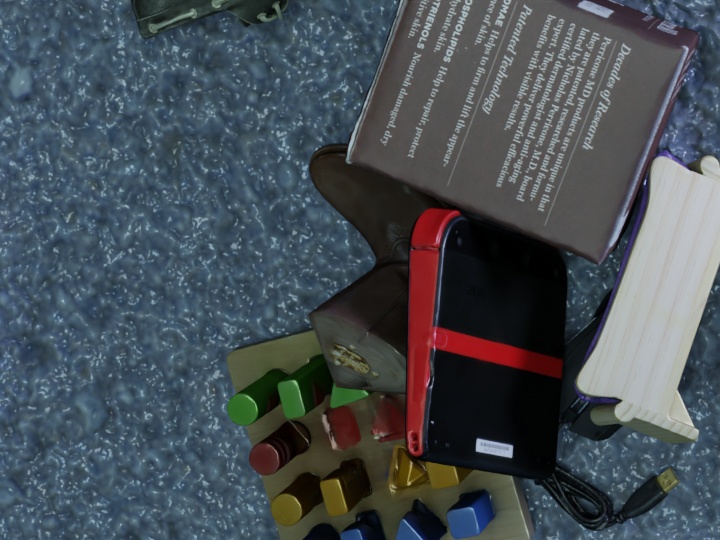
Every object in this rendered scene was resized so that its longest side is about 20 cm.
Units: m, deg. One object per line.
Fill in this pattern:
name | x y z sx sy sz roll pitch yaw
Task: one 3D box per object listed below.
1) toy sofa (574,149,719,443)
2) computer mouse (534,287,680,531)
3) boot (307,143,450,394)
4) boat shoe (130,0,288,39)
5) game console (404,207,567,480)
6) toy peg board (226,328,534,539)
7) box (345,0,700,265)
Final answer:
toy sofa | 0.219 0.019 1.622 0.097 0.083 0.201 20 83 -4
computer mouse | 0.198 0.104 1.693 0.140 0.046 0.200 45 104 4
boot | 0.000 0.000 1.633 0.186 0.200 0.064 29 130 14
boat shoe | -0.079 -0.217 1.693 0.199 0.071 0.064 -10 96 21
game console | 0.090 0.055 1.610 0.031 0.200 0.178 1 82 33
toy peg board | 0.002 0.141 1.701 0.199 0.098 0.200 -15 95 20
box | 0.119 -0.125 1.613 0.199 0.166 0.165 22 102 7
